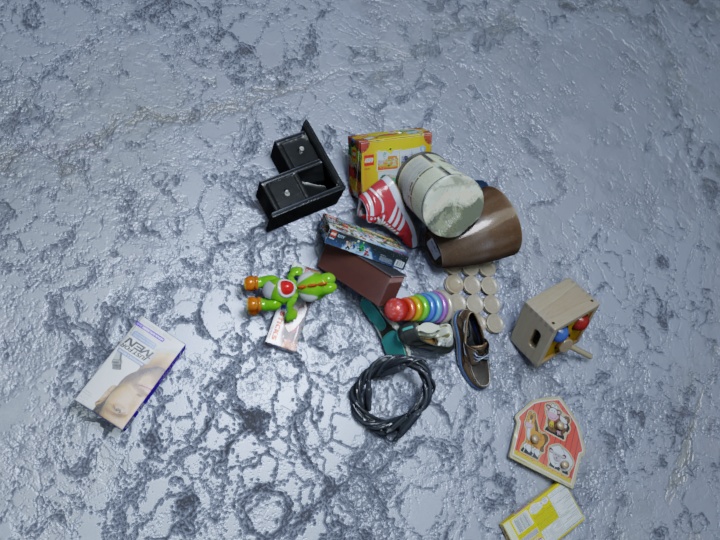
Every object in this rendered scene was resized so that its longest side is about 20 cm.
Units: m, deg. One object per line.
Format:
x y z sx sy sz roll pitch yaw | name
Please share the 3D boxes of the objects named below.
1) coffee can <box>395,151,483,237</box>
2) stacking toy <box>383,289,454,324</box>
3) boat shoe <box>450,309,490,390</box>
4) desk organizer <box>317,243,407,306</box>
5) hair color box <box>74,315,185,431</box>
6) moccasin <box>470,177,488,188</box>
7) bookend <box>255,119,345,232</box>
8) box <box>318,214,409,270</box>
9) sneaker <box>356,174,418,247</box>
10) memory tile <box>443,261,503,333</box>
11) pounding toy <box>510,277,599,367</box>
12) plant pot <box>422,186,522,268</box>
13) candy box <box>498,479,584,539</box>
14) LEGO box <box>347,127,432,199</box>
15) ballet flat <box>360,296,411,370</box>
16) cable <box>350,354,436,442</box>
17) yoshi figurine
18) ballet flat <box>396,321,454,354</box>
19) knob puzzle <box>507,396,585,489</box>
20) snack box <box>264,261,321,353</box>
0.180 -0.182 1.319 0.145 0.200 0.147 -6 117 -12 | coffee can
0.130 0.090 1.302 0.199 0.085 0.086 -2 71 -46 | stacking toy
0.273 0.192 1.354 0.072 0.072 0.201 -18 88 -21 | boat shoe
0.000 0.000 1.304 0.200 0.077 0.072 32 18 29 | desk organizer
-0.455 0.205 1.126 0.109 0.065 0.201 34 67 -5 | hair color box
0.267 -0.200 1.493 0.199 0.068 0.081 -22 80 -23 | moccasin
-0.173 -0.228 1.345 0.198 0.092 0.201 -25 80 -23 | bookend
0.005 -0.069 1.322 0.199 0.137 0.038 19 106 -17 | box
0.063 -0.121 1.380 0.112 0.071 0.201 -33 115 -11 | sneaker
0.288 0.063 1.442 0.152 0.017 0.201 2 73 -17 | memory tile
0.498 0.151 1.400 0.183 0.201 0.142 -23 52 -23 | pounding toy
0.263 -0.087 1.397 0.199 0.187 0.188 -23 80 -15 | plant pot
0.424 0.584 1.307 0.199 0.026 0.103 -23 82 -24 | candy box
0.075 -0.268 1.406 0.199 0.077 0.150 -11 117 -21 | LEGO box
0.074 0.134 1.322 0.072 0.072 0.201 -26 82 -24 | ballet flat
0.075 0.272 1.266 0.163 0.051 0.200 39 88 11 | cable
-0.152 0.045 1.250 0.199 0.113 0.112 -7 32 -3 | yoshi figurine
0.171 0.154 1.301 0.199 0.068 0.068 12 53 -43 | ballet flat
0.467 0.398 1.370 0.218 0.030 0.221 6 64 -13 | knob puzzle
-0.153 0.083 1.285 0.072 0.024 0.201 20 67 -9 | snack box
